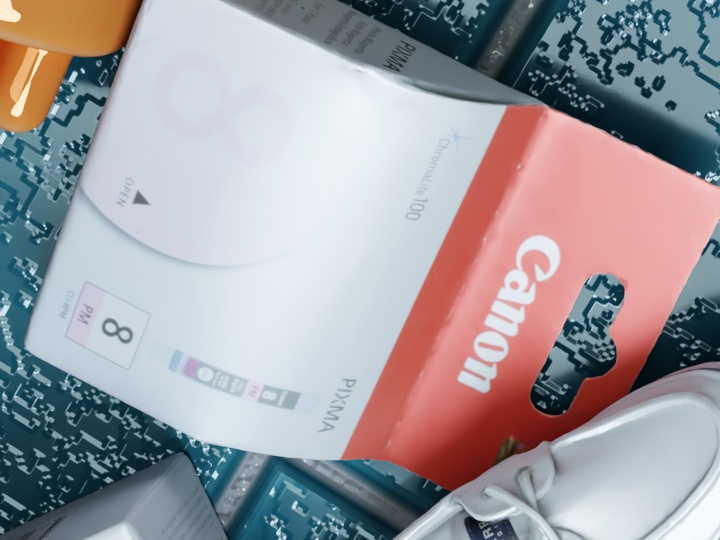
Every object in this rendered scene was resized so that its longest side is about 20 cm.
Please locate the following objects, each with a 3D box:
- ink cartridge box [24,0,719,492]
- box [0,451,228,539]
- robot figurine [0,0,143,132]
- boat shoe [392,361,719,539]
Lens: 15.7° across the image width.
[{"bbox_3d":[0.000,0.000,0.885,0.199,0.057,0.163,28,122,7],"label":"ink cartridge box"},{"bbox_3d":[-0.083,0.188,0.931,0.124,0.097,0.201,-23,96,12],"label":"box"},{"bbox_3d":[-0.108,-0.150,0.862,0.143,0.117,0.201,24,103,3],"label":"robot figurine"},{"bbox_3d":[0.059,0.099,0.882,0.200,0.065,0.074,-43,58,25],"label":"boat shoe"}]
